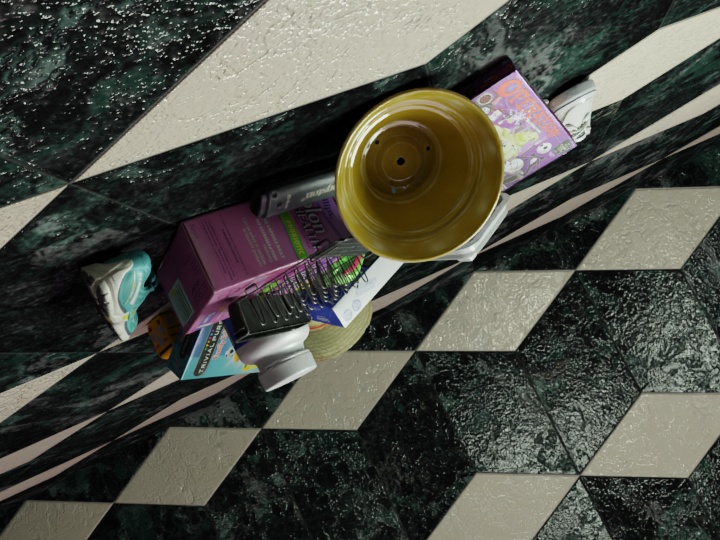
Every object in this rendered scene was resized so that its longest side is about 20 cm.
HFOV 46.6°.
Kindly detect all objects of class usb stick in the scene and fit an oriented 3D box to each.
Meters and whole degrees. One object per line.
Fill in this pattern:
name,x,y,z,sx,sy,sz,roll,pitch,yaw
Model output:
usb stick,-0.042,-0.109,1.019,0.200,0.033,0.055,-21,159,-30

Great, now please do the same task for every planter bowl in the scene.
planter bowl,0.057,-0.117,0.964,0.200,0.201,0.083,-26,-153,-6

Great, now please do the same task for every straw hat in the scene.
straw hat,-0.080,0.056,1.463,0.201,0.201,0.085,-24,140,-14

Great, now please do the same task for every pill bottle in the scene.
pill bottle,-0.142,0.067,1.206,0.112,0.200,0.112,-26,171,-4

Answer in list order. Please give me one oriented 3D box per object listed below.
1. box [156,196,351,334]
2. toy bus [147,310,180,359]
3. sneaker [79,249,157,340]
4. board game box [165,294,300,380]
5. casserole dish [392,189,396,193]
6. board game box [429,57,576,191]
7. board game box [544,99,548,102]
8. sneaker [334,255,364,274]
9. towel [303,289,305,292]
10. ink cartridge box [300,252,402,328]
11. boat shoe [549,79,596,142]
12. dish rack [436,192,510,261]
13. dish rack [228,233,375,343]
box,-0.138,-0.017,1.074,0.200,0.097,0.176,-22,170,-29
toy bus,-0.254,0.092,1.429,0.200,0.078,0.065,-19,168,-41
sneaker,-0.282,0.029,1.017,0.080,0.078,0.200,-33,174,-20
board game box,-0.202,0.098,1.365,0.200,0.047,0.151,1,119,-51
casserole dish,0.070,-0.085,1.112,0.200,0.039,0.121,-16,155,0
board game box,0.181,-0.176,1.048,0.120,0.032,0.200,-36,144,20
board game box,0.170,-0.165,1.193,0.200,0.026,0.200,-41,172,31
sneaker,-0.021,-0.040,1.241,0.084,0.077,0.200,-30,-168,38
towel,-0.080,0.011,1.410,0.145,0.024,0.200,9,-168,31
ink cartridge box,0.000,0.000,1.288,0.094,0.044,0.200,8,-132,50
boat shoe,0.326,-0.230,1.281,0.074,0.065,0.200,-26,171,0
dish rack,0.140,-0.064,1.386,0.200,0.044,0.172,-1,-145,38
dish rack,-0.055,0.016,1.021,0.200,0.055,0.153,-31,171,24
